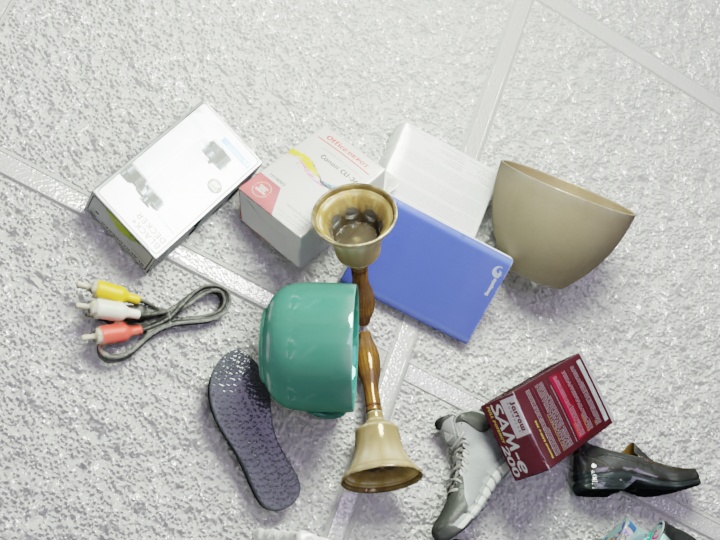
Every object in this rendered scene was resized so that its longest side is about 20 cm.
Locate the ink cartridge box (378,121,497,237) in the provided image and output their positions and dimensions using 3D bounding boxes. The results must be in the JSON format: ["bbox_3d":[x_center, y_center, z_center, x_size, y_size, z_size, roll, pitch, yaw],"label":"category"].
[{"bbox_3d":[0.087,-0.082,1.583,0.160,0.050,0.202,27,76,-14],"label":"ink cartridge box"}]

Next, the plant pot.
[{"bbox_3d":[0.262,-0.054,1.582,0.198,0.200,0.136,18,103,-18],"label":"plant pot"}]

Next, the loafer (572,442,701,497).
[{"bbox_3d":[0.384,0.274,1.582,0.198,0.073,0.073,6,67,-23],"label":"loafer"}]

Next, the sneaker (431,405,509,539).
[{"bbox_3d":[0.124,0.252,1.480,0.116,0.075,0.200,46,52,1],"label":"sneaker"}]

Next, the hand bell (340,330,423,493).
[{"bbox_3d":[0.018,0.171,1.457,0.103,0.104,0.202,6,60,-21],"label":"hand bell"}]

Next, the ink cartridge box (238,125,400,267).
[{"bbox_3d":[-0.049,-0.110,1.489,0.116,0.068,0.200,37,59,22],"label":"ink cartridge box"}]

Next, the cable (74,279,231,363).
[{"bbox_3d":[-0.247,0.059,1.382,0.198,0.050,0.098,-2,76,-23],"label":"cable"}]

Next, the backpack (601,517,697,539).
[{"bbox_3d":[0.349,0.427,1.461,0.149,0.178,0.201,25,68,10],"label":"backpack"}]

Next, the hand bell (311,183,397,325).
[{"bbox_3d":[0.000,0.000,1.435,0.103,0.201,0.105,-3,47,3],"label":"hand bell"}]

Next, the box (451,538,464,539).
[{"bbox_3d":[0.130,0.459,1.396,0.158,0.048,0.201,46,60,-29],"label":"box"}]

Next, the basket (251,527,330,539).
[{"bbox_3d":[-0.034,0.398,1.292,0.196,0.200,0.163,23,72,-15],"label":"basket"}]

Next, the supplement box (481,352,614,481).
[{"bbox_3d":[0.252,0.191,1.513,0.199,0.061,0.110,-17,80,-52],"label":"supplement box"}]

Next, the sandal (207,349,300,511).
[{"bbox_3d":[-0.136,0.198,1.398,0.075,0.043,0.202,-17,87,-18],"label":"sandal"}]

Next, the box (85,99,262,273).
[{"bbox_3d":[-0.233,-0.107,1.435,0.117,0.060,0.200,48,62,-3],"label":"box"}]

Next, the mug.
[{"bbox_3d":[-0.062,0.107,1.374,0.113,0.152,0.188,2,102,2],"label":"mug"}]

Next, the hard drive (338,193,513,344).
[{"bbox_3d":[0.088,-0.002,1.523,0.198,0.025,0.133,26,101,-14],"label":"hard drive"}]
